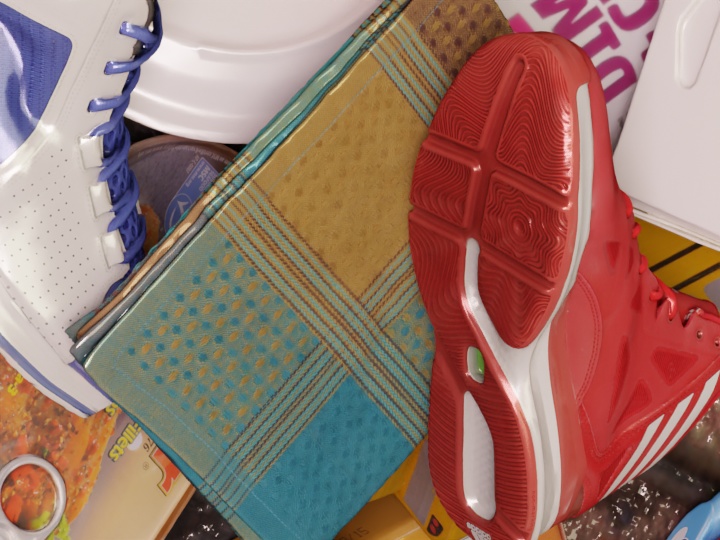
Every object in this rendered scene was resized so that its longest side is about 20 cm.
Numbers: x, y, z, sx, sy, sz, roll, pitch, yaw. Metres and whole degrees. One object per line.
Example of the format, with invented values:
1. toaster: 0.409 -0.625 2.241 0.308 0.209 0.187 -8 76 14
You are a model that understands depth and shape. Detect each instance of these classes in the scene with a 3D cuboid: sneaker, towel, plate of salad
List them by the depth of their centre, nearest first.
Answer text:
1. sneaker: -0.103 -0.054 0.863 0.115 0.081 0.200 -29 107 11
2. towel: 0.000 0.000 0.904 0.200 0.022 0.147 -48 129 -13
3. sneaker: 0.082 -0.003 0.915 0.115 0.078 0.201 -21 130 -38
4. plate of salad: -0.051 -0.143 0.942 0.199 0.048 0.202 3 79 -15

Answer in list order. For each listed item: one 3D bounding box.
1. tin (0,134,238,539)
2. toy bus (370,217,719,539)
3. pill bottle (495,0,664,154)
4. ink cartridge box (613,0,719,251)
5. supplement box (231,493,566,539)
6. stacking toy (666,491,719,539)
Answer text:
1. tin: -0.099 0.039 0.963 0.112 0.042 0.201 44 65 -23
2. toy bus: 0.061 0.045 1.006 0.199 0.065 0.078 -27 67 -26
3. pill bottle: 0.066 -0.081 1.004 0.200 0.113 0.114 -37 113 -17
4. ink cartridge box: 0.203 -0.073 0.981 0.199 0.084 0.146 5 106 -48
5. supplement box: -0.014 0.137 1.028 0.199 0.066 0.069 -24 111 -21
6. stacking toy: 0.209 0.177 1.071 0.110 0.200 0.116 34 84 -27
